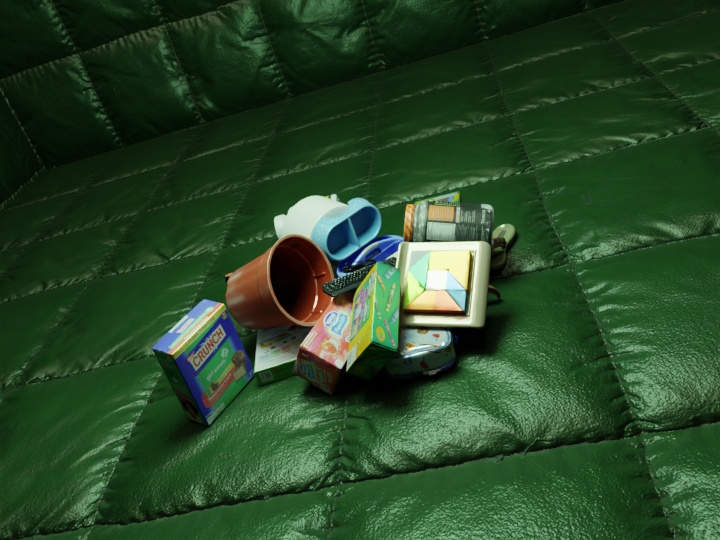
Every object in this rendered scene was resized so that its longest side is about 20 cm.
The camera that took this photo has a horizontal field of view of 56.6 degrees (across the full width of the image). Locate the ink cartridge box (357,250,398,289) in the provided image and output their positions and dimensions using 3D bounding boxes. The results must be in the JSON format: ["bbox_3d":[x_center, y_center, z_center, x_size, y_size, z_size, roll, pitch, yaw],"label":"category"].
[{"bbox_3d":[0.083,0.017,1.573,0.198,0.101,0.039,-32,32,-22],"label":"ink cartridge box"}]

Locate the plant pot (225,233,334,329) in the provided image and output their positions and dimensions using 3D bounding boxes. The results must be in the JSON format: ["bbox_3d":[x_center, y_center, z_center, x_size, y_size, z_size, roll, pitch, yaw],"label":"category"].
[{"bbox_3d":[-0.192,0.043,1.510,0.193,0.203,0.201,-18,23,41],"label":"plant pot"}]

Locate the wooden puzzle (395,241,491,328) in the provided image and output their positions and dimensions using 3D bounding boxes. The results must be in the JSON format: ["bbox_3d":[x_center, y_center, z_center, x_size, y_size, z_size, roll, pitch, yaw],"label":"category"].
[{"bbox_3d":[0.161,0.023,1.362,0.196,0.037,0.189,2,66,19],"label":"wooden puzzle"}]

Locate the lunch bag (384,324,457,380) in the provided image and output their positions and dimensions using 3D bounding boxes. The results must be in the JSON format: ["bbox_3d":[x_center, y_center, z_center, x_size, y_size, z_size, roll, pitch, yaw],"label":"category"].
[{"bbox_3d":[0.119,0.140,1.380,0.157,0.077,0.201,-13,30,4],"label":"lunch bag"}]

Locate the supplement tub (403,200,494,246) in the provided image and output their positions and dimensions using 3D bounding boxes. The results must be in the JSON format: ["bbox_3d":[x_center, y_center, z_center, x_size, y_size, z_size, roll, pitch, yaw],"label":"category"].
[{"bbox_3d":[0.198,-0.094,1.512,0.195,0.125,0.123,5,34,7],"label":"supplement tub"}]

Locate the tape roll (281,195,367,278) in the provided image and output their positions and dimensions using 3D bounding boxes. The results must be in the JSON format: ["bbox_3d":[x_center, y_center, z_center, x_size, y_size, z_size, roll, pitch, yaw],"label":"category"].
[{"bbox_3d":[-0.089,-0.082,1.734,0.201,0.206,0.138,-34,32,-25],"label":"tape roll"}]

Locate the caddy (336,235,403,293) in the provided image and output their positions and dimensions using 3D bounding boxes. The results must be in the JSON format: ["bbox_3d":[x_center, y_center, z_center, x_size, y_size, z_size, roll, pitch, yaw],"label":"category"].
[{"bbox_3d":[0.035,-0.014,1.644,0.199,0.107,0.140,-36,33,-26],"label":"caddy"}]

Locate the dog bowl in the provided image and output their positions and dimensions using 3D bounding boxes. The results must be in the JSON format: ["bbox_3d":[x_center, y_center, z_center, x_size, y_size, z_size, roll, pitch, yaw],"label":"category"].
[{"bbox_3d":[-0.028,-0.098,1.651,0.199,0.113,0.049,-36,30,-25],"label":"dog bowl"}]

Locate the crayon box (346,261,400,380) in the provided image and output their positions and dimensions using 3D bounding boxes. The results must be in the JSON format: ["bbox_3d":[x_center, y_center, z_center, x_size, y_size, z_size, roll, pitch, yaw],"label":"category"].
[{"bbox_3d":[0.027,0.099,1.333,0.057,0.119,0.203,19,48,-16],"label":"crayon box"}]

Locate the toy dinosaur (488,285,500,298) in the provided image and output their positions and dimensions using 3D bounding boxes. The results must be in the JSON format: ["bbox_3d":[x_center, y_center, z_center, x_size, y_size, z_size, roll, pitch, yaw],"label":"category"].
[{"bbox_3d":[0.175,0.031,1.449,0.181,0.105,0.201,-40,74,0],"label":"toy dinosaur"}]

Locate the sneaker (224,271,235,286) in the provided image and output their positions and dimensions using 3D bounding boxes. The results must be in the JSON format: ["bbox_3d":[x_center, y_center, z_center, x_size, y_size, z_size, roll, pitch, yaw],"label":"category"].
[{"bbox_3d":[-0.287,0.026,1.808,0.198,0.077,0.078,14,40,42],"label":"sneaker"}]

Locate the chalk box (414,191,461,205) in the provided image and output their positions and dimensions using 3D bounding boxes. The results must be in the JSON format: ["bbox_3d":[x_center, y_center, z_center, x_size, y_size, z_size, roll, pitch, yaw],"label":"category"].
[{"bbox_3d":[0.204,-0.117,1.674,0.121,0.127,0.200,-12,16,13],"label":"chalk box"}]

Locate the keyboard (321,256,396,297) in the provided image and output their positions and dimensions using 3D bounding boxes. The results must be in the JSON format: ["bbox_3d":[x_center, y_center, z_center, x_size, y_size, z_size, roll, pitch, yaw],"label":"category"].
[{"bbox_3d":[0.000,0.000,1.473,0.197,0.040,0.104,-20,19,-24],"label":"keyboard"}]

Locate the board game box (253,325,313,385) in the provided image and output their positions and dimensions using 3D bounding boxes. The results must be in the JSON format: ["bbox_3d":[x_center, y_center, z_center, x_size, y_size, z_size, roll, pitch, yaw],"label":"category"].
[{"bbox_3d":[-0.165,0.165,1.536,0.150,0.041,0.201,-17,30,5],"label":"board game box"}]

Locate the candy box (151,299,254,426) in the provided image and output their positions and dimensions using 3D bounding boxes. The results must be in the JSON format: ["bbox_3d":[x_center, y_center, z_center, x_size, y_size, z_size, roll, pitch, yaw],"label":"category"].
[{"bbox_3d":[-0.329,0.195,1.423,0.076,0.203,0.169,5,37,35],"label":"candy box"}]

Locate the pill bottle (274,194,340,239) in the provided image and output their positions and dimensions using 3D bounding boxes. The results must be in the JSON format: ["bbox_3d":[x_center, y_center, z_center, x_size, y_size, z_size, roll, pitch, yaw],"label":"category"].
[{"bbox_3d":[-0.149,-0.145,1.963,0.196,0.113,0.112,-15,30,7],"label":"pill bottle"}]

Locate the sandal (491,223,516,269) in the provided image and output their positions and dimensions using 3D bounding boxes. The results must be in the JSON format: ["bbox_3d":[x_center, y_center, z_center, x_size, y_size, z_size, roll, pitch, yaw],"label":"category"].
[{"bbox_3d":[0.319,-0.063,1.607,0.078,0.058,0.202,-1,35,29],"label":"sandal"}]

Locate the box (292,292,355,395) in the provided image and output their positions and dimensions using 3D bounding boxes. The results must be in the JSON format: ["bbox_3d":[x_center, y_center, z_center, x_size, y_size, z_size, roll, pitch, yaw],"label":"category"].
[{"bbox_3d":[-0.050,0.146,1.411,0.098,0.097,0.201,27,44,9],"label":"box"}]
